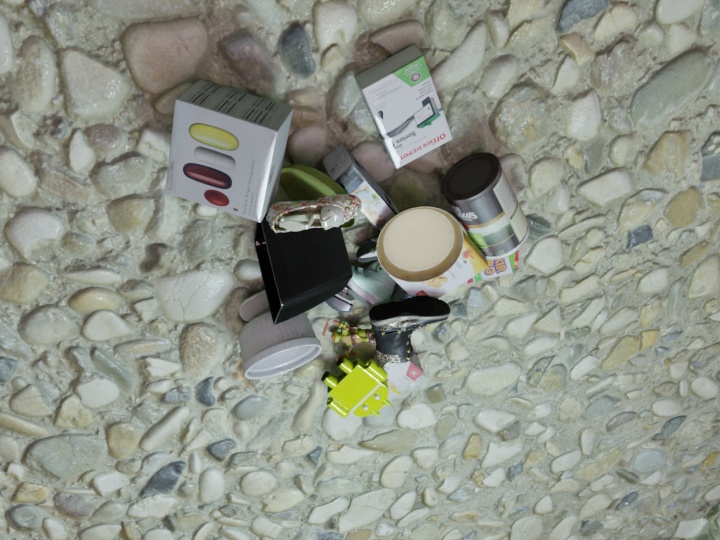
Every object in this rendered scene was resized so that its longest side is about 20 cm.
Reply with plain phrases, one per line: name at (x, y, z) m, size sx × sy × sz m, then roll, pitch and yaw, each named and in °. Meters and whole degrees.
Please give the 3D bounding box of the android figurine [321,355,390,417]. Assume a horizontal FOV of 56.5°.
android figurine at (-0.005, 0.315, 1.775) m, size 0.182 × 0.041 × 0.199 m, roll -42°, pitch 111°, yaw 15°

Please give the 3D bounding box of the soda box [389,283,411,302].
soda box at (0.113, 0.043, 1.681) m, size 0.199 × 0.069 × 0.063 m, roll -40°, pitch 126°, yaw 12°

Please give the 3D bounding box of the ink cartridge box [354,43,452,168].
ink cartridge box at (0.093, -0.339, 1.403) m, size 0.143 × 0.085 × 0.202 m, roll -27°, pitch 126°, yaw 4°

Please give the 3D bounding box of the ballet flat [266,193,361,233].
ballet flat at (-0.092, -0.105, 1.334) m, size 0.194 × 0.065 × 0.077 m, roll -8°, pitch 128°, yaw 4°

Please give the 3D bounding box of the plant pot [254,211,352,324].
plant pot at (-0.122, -0.016, 1.459) m, size 0.173 × 0.205 × 0.200 m, roll -12°, pitch 167°, yaw -15°

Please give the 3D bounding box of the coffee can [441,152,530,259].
coffee can at (0.293, -0.147, 1.553) m, size 0.144 × 0.148 × 0.201 m, roll -32°, pitch 126°, yaw 8°

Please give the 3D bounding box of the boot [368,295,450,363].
boot at (0.119, 0.146, 1.624) m, size 0.194 × 0.074 × 0.154 m, roll -8°, pitch 129°, yaw -6°

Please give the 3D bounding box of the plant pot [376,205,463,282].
plant pot at (0.130, -0.061, 1.484) m, size 0.194 × 0.028 × 0.204 m, roll -3°, pitch 128°, yaw -4°

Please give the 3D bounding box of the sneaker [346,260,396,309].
sneaker at (0.000, 0.000, 1.635) m, size 0.198 × 0.074 × 0.120 m, roll 36°, pitch 71°, yaw -11°

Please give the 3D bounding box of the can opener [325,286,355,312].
can opener at (-0.101, 0.034, 1.576) m, size 0.197 × 0.053 × 0.067 m, roll 31°, pitch 105°, yaw -3°

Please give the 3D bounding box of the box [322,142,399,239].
box at (0.008, -0.173, 1.475) m, size 0.060 × 0.117 × 0.200 m, roll -38°, pitch 124°, yaw 10°

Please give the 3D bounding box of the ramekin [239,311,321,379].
ramekin at (-0.200, 0.173, 1.616) m, size 0.195 × 0.107 × 0.201 m, roll -20°, pitch 160°, yaw -7°

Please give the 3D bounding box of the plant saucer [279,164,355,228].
plant saucer at (-0.088, -0.164, 1.430) m, size 0.200 × 0.198 × 0.031 m, roll 45°, pitch 69°, yaw -34°

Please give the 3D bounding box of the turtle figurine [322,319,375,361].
turtle figurine at (-0.009, 0.174, 1.733) m, size 0.156 × 0.066 × 0.203 m, roll 0°, pitch 139°, yaw 9°

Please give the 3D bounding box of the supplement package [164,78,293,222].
supplement package at (-0.253, -0.234, 1.301) m, size 0.195 × 0.148 × 0.195 m, roll 16°, pitch 120°, yaw -1°

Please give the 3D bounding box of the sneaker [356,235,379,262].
sneaker at (0.087, -0.041, 1.606) m, size 0.194 × 0.075 × 0.087 m, roll -14°, pitch 118°, yaw -6°

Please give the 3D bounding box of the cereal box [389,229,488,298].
cereal box at (0.182, -0.010, 1.575) m, size 0.198 × 0.040 × 0.143 m, roll -35°, pitch 123°, yaw 24°

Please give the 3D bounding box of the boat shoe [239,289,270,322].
boat shoe at (-0.197, 0.071, 1.617) m, size 0.196 × 0.075 × 0.060 m, roll -28°, pitch 171°, yaw -8°

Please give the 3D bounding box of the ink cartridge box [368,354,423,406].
ink cartridge box at (0.063, 0.295, 1.840) m, size 0.116 × 0.068 × 0.200 m, roll 36°, pitch 109°, yaw -31°

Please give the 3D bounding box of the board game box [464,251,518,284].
board game box at (0.319, -0.021, 1.724) m, size 0.195 × 0.030 × 0.097 m, roll -15°, pitch 127°, yaw -9°
